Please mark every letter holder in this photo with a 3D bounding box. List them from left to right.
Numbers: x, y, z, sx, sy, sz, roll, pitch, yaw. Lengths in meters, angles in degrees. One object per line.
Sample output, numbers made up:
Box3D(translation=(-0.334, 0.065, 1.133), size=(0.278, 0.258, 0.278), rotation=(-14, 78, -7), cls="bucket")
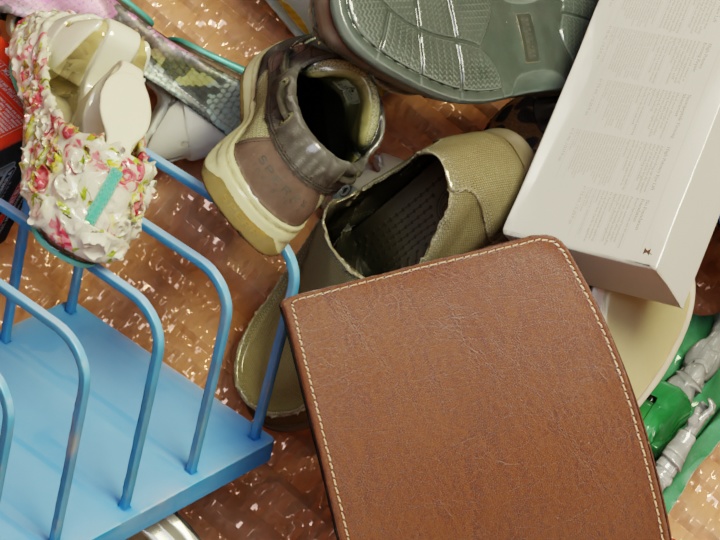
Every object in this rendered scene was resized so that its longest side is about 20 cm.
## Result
Box3D(translation=(0.059, 0.100, 1.180), size=(0.142, 0.101, 0.201), rotation=(-16, 55, 0), cls="letter holder")

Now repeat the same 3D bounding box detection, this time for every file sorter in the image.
Box3D(translation=(-0.143, 0.038, 1.190), size=(0.139, 0.123, 0.200), rotation=(32, 35, 26), cls="file sorter")

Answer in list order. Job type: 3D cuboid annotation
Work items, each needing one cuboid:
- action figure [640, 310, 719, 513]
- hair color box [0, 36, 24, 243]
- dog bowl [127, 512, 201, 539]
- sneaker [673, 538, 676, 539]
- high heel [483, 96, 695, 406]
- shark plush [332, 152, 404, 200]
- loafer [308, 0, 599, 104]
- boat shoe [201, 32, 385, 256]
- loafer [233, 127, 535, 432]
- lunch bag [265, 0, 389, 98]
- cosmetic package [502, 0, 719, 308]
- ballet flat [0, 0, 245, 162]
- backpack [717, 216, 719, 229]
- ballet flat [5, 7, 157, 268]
Box3D(translation=(0.135, 0.073, 1.307), size=(0.118, 0.055, 0.200), rotation=(24, 48, 14), cls="action figure")
Box3D(translation=(-0.229, -0.029, 1.218), size=(0.061, 0.102, 0.200), rotation=(44, 39, 11), cls="hair color box")
Box3D(translation=(-0.157, 0.191, 1.234), size=(0.199, 0.074, 0.201), rotation=(4, 73, -12), cls="dog bowl")
Box3D(translation=(0.124, 0.140, 1.308), size=(0.199, 0.077, 0.073), rotation=(28, 71, 2), cls="sneaker")
Box3D(translation=(0.096, 0.001, 1.318), size=(0.071, 0.142, 0.201), rotation=(28, 66, -37), cls="high heel")
Box3D(translation=(0.029, 0.035, 1.329), size=(0.083, 0.091, 0.201), rotation=(-9, 79, 6), cls="shark plush")
Box3D(translation=(0.047, -0.107, 1.262), size=(0.199, 0.063, 0.072), rotation=(3, 77, -42), cls="loafer")
Box3D(translation=(-0.019, -0.069, 1.234), size=(0.066, 0.201, 0.072), rotation=(-32, 103, 21), cls="boat shoe")
Box3D(translation=(0.000, 0.000, 1.276), size=(0.067, 0.200, 0.076), rotation=(15, 35, -50), cls="loafer")
Box3D(translation=(0.005, -0.216, 1.362), size=(0.169, 0.127, 0.200), rotation=(-34, 73, -19), cls="lunch bag")
Box3D(translation=(0.146, -0.087, 1.243), size=(0.082, 0.051, 0.201), rotation=(14, 72, 32), cls="cosmetic package")
Box3D(translation=(-0.111, -0.099, 1.327), size=(0.200, 0.069, 0.071), rotation=(32, 85, -16), cls="ballet flat")
Box3D(translation=(0.253, -0.083, 1.341), size=(0.183, 0.147, 0.201), rotation=(10, 73, -53), cls="backpack")
Box3D(translation=(-0.118, -0.075, 1.197), size=(0.075, 0.064, 0.200), rotation=(24, 27, -26), cls="ballet flat")
